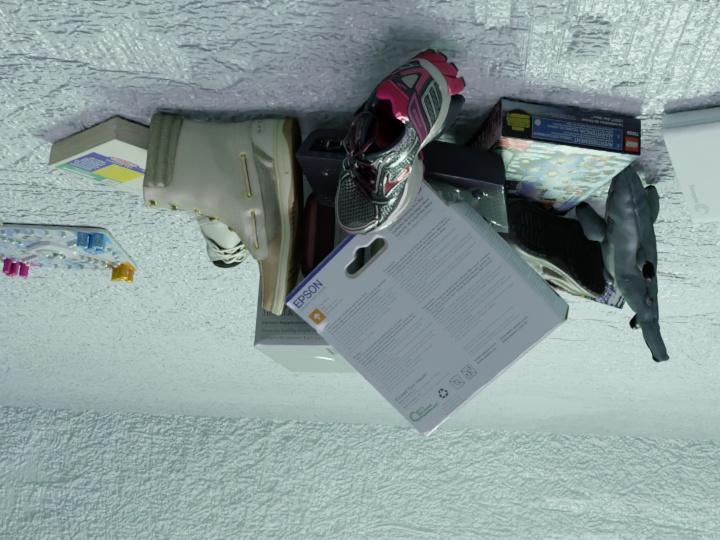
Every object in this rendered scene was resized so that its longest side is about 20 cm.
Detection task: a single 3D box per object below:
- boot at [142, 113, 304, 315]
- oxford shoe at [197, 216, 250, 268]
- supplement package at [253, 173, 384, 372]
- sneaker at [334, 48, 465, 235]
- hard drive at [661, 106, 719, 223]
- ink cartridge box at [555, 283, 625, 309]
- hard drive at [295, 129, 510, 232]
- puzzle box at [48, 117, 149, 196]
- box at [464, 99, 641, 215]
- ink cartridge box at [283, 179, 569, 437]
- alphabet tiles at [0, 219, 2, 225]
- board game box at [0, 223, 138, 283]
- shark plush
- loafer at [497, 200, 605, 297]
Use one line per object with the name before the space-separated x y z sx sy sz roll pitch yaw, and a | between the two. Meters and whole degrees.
boot | -0.135 -0.056 1.176 0.153 0.202 0.072 4 -157 5
oxford shoe | -0.154 -0.040 1.413 0.074 0.058 0.200 -9 172 -9
supplement package | 0.000 0.000 1.290 0.189 0.202 0.147 -1 164 13
sneaker | 0.014 -0.103 1.017 0.074 0.081 0.201 -32 158 -38
hard drive | 0.385 -0.101 1.071 0.198 0.027 0.132 -4 139 29
ink cartridge box | 0.217 -0.016 1.384 0.199 0.051 0.109 16 -166 -37
hard drive | 0.047 -0.087 1.148 0.198 0.043 0.135 9 163 13
puzzle box | -0.213 -0.109 1.271 0.199 0.026 0.132 17 160 -42
box | 0.172 -0.105 1.166 0.136 0.040 0.200 7 165 -9
ink cartridge box | 0.061 0.031 1.136 0.200 0.041 0.199 44 117 -7
alphabet tiles | -0.536 -0.092 1.447 0.165 0.008 0.200 5 165 -6
board game box | -0.428 -0.022 1.651 0.198 0.026 0.200 2 166 3
shark plush | 0.277 -0.005 1.228 0.090 0.202 0.083 -1 -179 -6
loafer | 0.195 -0.023 1.271 0.071 0.074 0.199 -8 154 42
